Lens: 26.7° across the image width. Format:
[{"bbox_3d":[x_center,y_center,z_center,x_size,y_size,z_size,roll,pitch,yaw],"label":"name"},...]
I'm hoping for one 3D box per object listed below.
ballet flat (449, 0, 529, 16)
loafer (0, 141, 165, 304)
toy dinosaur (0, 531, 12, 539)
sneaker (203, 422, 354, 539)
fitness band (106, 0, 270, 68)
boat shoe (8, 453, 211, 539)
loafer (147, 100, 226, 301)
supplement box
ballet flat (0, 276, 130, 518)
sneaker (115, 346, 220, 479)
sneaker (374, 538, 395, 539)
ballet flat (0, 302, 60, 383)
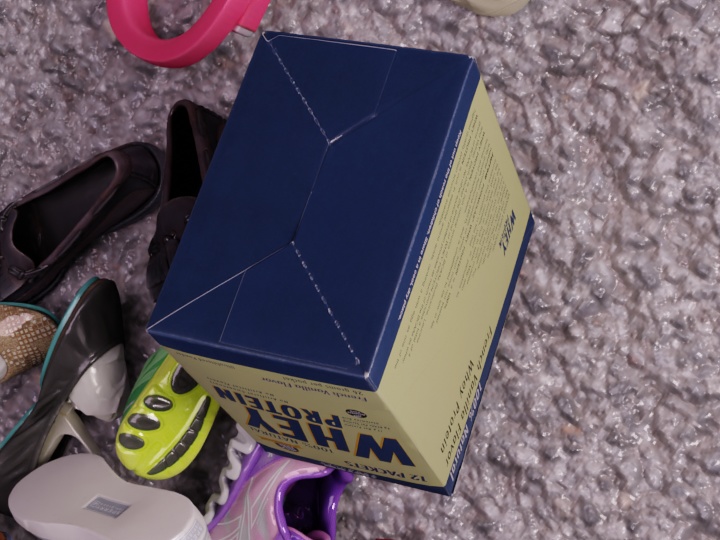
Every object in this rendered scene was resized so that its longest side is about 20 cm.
[{"bbox_3d":[0.024,-0.225,1.004,0.200,0.069,0.070,22,96,21],"label":"ballet flat"},{"bbox_3d":[-0.230,-0.033,1.098,0.200,0.063,0.072,-33,77,17],"label":"loafer"},{"bbox_3d":[-0.291,0.195,1.060,0.181,0.105,0.200,-9,114,48],"label":"toy dinosaur"},{"bbox_3d":[-0.064,0.184,1.005,0.088,0.080,0.200,30,99,41],"label":"sneaker"},{"bbox_3d":[-0.107,-0.236,1.053,0.144,0.037,0.200,32,100,40],"label":"fitness band"},{"bbox_3d":[-0.160,0.173,1.000,0.200,0.072,0.069,3,125,44],"label":"boat shoe"},{"bbox_3d":[-0.112,-0.034,0.985,0.072,0.063,0.200,-31,34,27],"label":"loafer"},{"bbox_3d":[0.000,0.000,0.903,0.134,0.200,0.200,11,68,22],"label":"supplement box"},{"bbox_3d":[-0.205,0.099,1.088,0.068,0.068,0.200,35,111,9],"label":"ballet flat"},{"bbox_3d":[-0.101,0.049,1.035,0.074,0.084,0.200,43,84,-20],"label":"sneaker"},{"bbox_3d":[0.063,0.219,0.981,0.200,0.112,0.071,8,89,-8],"label":"sneaker"},{"bbox_3d":[-0.312,0.068,1.121,0.200,0.065,0.071,-8,127,26],"label":"ballet flat"}]
